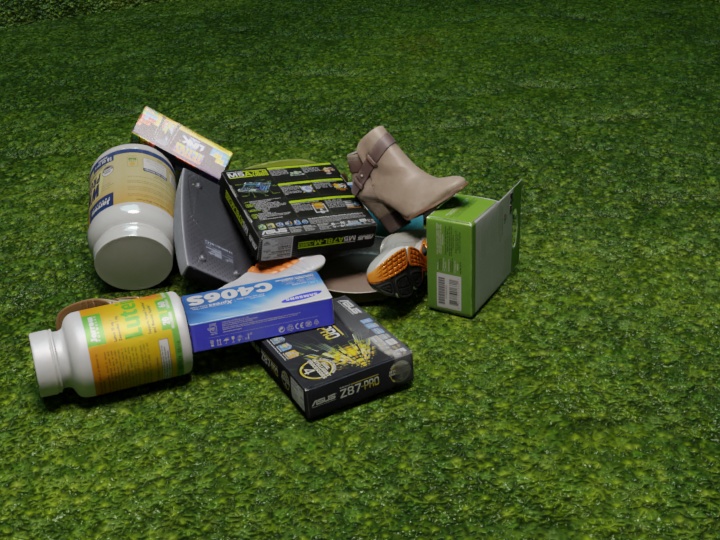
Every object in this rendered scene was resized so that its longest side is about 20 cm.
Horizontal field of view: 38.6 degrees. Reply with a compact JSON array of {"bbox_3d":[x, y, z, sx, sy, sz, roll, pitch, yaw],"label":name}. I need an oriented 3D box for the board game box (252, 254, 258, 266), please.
[{"bbox_3d":[-0.207,-0.066,1.730,0.104,0.024,0.199,-36,39,-19],"label":"board game box"}]

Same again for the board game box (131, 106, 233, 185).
[{"bbox_3d":[-0.309,-0.185,1.760,0.163,0.200,0.057,29,73,-5],"label":"board game box"}]

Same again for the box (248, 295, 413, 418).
[{"bbox_3d":[-0.043,0.110,1.379,0.158,0.050,0.200,-14,27,-23],"label":"box"}]

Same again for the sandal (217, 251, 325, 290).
[{"bbox_3d":[-0.144,0.032,1.532,0.204,0.060,0.079,-29,41,-20],"label":"sandal"}]

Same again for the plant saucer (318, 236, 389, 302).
[{"bbox_3d":[0.000,0.000,1.613,0.196,0.033,0.201,-2,28,1],"label":"plant saucer"}]

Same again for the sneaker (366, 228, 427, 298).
[{"bbox_3d":[0.054,-0.014,1.538,0.091,0.077,0.199,7,19,33],"label":"sneaker"}]

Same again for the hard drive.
[{"bbox_3d":[-0.232,-0.055,1.599,0.134,0.042,0.203,26,39,-36],"label":"hard drive"}]

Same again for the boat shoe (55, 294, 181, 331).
[{"bbox_3d":[-0.336,0.071,1.476,0.196,0.074,0.072,-11,-5,7],"label":"boat shoe"}]

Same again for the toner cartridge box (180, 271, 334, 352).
[{"bbox_3d":[-0.142,0.054,1.406,0.196,0.044,0.095,-11,26,-14],"label":"toner cartridge box"}]

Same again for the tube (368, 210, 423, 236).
[{"bbox_3d":[0.009,-0.076,1.709,0.196,0.078,0.051,-6,67,-26],"label":"tube"}]

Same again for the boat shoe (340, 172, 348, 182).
[{"bbox_3d":[-0.104,-0.125,1.831,0.066,0.076,0.198,9,23,39],"label":"boat shoe"}]

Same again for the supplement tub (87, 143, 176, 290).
[{"bbox_3d":[-0.361,-0.085,1.632,0.141,0.146,0.202,-6,48,-7],"label":"supplement tub"}]

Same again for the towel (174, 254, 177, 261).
[{"bbox_3d":[-0.303,-0.078,1.737,0.111,0.049,0.199,-39,40,-22],"label":"towel"}]

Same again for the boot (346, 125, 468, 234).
[{"bbox_3d":[0.058,-0.147,1.535,0.199,0.148,0.070,-29,-2,44],"label":"boot"}]

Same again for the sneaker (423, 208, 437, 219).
[{"bbox_3d":[0.086,-0.150,1.852,0.089,0.080,0.199,-10,29,-31],"label":"sneaker"}]

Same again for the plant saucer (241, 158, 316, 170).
[{"bbox_3d":[-0.150,-0.159,1.789,0.196,0.032,0.201,-8,20,3],"label":"plant saucer"}]

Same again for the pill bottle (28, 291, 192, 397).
[{"bbox_3d":[-0.327,0.102,1.348,0.196,0.113,0.111,-12,28,-19],"label":"pill bottle"}]

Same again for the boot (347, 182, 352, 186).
[{"bbox_3d":[-0.066,-0.101,1.740,0.196,0.097,0.074,-13,28,-17],"label":"boot"}]

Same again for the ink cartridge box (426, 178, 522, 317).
[{"bbox_3d":[0.176,-0.043,1.555,0.074,0.151,0.200,11,29,27],"label":"ink cartridge box"}]

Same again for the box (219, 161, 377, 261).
[{"bbox_3d":[-0.099,-0.097,1.600,0.196,0.048,0.194,-8,37,-25],"label":"box"}]
